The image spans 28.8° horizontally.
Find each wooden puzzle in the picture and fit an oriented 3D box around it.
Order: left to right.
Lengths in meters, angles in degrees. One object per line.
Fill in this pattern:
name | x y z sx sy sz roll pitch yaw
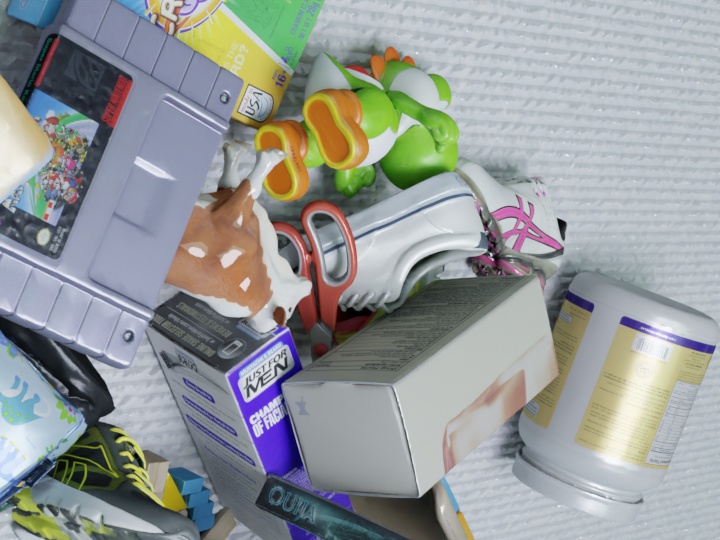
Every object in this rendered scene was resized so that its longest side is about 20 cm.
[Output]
wooden puzzle | 0.034 0.187 1.109 0.037 0.200 0.185 -40 131 -19

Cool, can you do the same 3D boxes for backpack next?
backpack | -0.267 0.091 0.846 0.200 0.154 0.163 -36 109 -7

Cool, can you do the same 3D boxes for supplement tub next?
supplement tub | 0.232 0.115 1.294 0.145 0.145 0.200 14 99 -44

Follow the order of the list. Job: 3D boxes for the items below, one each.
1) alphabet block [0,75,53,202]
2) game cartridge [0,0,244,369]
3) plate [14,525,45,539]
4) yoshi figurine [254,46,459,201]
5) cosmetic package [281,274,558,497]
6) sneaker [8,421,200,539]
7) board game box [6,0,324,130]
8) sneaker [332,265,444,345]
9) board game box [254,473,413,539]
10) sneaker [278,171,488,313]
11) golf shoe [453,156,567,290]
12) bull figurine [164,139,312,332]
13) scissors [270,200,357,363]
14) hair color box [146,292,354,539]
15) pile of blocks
alphabet block | -0.312 -0.089 0.684 0.196 0.195 0.200 -47 134 -19
game cartridge | -0.158 -0.057 0.841 0.130 0.038 0.200 30 72 -36
plate | -0.131 0.256 1.001 0.032 0.200 0.200 -54 137 -33
yoshi figurine | 0.017 -0.091 1.023 0.200 0.112 0.112 -27 140 -55
cosmetic package | 0.049 0.079 1.013 0.200 0.103 0.087 -30 112 -47
sneaker | -0.169 0.138 0.915 0.085 0.200 0.075 -51 131 -27
board game box | -0.113 -0.195 0.920 0.200 0.040 0.153 21 94 -45
sneaker | 0.008 0.057 1.122 0.090 0.078 0.200 -4 100 -41
board game box | 0.037 0.201 0.964 0.135 0.200 0.028 38 75 -46
sneaker | 0.000 0.000 1.036 0.200 0.071 0.073 -28 163 5
golf shoe | 0.115 -0.051 1.174 0.092 0.073 0.200 -61 145 -12
bull figurine | -0.115 -0.034 0.931 0.200 0.065 0.122 16 91 -18
scissors | -0.023 0.045 1.019 0.073 0.014 0.200 -13 110 7
hair color box | -0.079 0.115 1.040 0.065 0.109 0.200 -37 130 -24
pile of blocks | -0.147 0.191 1.053 0.082 0.062 0.200 -46 141 -34
